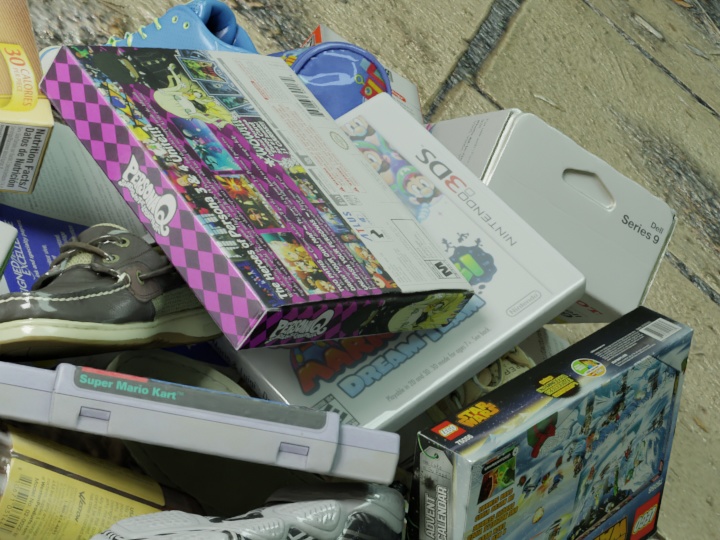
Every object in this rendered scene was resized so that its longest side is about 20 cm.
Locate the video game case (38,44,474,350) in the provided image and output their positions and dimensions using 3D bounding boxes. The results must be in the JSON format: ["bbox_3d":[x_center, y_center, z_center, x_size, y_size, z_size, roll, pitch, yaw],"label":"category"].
[{"bbox_3d":[-0.054,-0.044,1.110,0.181,0.036,0.200,-4,48,-52],"label":"video game case"}]

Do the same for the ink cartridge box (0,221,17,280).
[{"bbox_3d":[-0.274,-0.013,0.971,0.199,0.059,0.104,25,34,-8],"label":"ink cartridge box"}]

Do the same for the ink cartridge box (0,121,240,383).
[{"bbox_3d":[-0.181,-0.017,1.169,0.199,0.047,0.198,16,37,-41],"label":"ink cartridge box"}]

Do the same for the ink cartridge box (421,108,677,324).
[{"bbox_3d":[0.092,-0.032,1.359,0.145,0.088,0.200,30,-16,-24],"label":"ink cartridge box"}]

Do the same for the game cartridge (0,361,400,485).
[{"bbox_3d":[-0.088,0.073,1.007,0.198,0.039,0.130,11,-10,-11],"label":"game cartridge"}]

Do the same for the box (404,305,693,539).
[{"bbox_3d":[0.098,0.115,1.080,0.040,0.138,0.199,25,33,34],"label":"box"}]

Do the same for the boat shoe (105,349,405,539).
[{"bbox_3d":[-0.061,0.121,1.105,0.201,0.061,0.072,38,67,9],"label":"boat shoe"}]

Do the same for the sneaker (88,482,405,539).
[{"bbox_3d":[-0.052,0.169,0.963,0.199,0.075,0.116,-6,95,-47],"label":"sneaker"}]

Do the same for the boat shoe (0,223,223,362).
[{"bbox_3d":[-0.132,0.010,1.042,0.201,0.071,0.067,-2,87,-66],"label":"boat shoe"}]

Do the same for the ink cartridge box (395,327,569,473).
[{"bbox_3d":[0.048,0.071,1.312,0.199,0.083,0.147,30,28,-25],"label":"ink cartridge box"}]

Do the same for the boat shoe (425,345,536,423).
[{"bbox_3d":[0.092,0.087,1.209,0.073,0.063,0.201,-33,93,-36],"label":"boat shoe"}]

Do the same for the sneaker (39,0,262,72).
[{"bbox_3d":[-0.124,-0.129,1.292,0.199,0.106,0.076,27,6,34],"label":"sneaker"}]

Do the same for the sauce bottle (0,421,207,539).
[{"bbox_3d":[-0.120,0.129,0.994,0.199,0.065,0.065,27,29,-32],"label":"sauce bottle"}]

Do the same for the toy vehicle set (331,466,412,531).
[{"bbox_3d":[0.064,0.189,1.169,0.124,0.027,0.200,27,18,-30],"label":"toy vehicle set"}]

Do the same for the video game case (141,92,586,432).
[{"bbox_3d":[0.000,0.000,1.176,0.199,0.024,0.182,-33,64,-28],"label":"video game case"}]

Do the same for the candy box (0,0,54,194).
[{"bbox_3d":[-0.272,-0.106,1.089,0.198,0.056,0.116,5,43,-24],"label":"candy box"}]

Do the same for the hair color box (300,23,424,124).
[{"bbox_3d":[-0.003,-0.093,1.529,0.101,0.061,0.201,31,28,-23],"label":"hair color box"}]

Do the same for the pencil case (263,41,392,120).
[{"bbox_3d":[-0.057,-0.100,1.337,0.078,0.088,0.200,22,-11,-26],"label":"pencil case"}]
